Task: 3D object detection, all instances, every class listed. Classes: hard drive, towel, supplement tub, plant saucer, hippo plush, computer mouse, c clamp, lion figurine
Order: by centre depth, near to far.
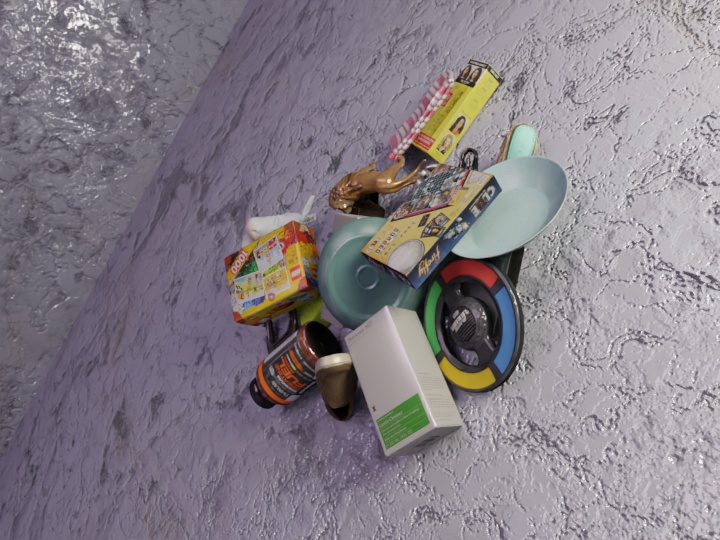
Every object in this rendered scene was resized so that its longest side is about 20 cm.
[{"bbox_3d":[0.215,-0.085,0.841,0.199,0.039,0.203,-27,35,21],"label":"plant saucer"},{"bbox_3d":[0.166,0.008,0.913,0.199,0.032,0.142,22,103,54],"label":"hard drive"},{"bbox_3d":[0.016,0.011,0.961,0.201,0.199,0.036,-51,-7,13],"label":"plant saucer"},{"bbox_3d":[0.177,-0.117,1.001,0.058,0.034,0.204,11,84,54],"label":"computer mouse"},{"bbox_3d":[0.027,-0.171,1.113,0.198,0.073,0.122,-11,21,50],"label":"lion figurine"},{"bbox_3d":[-0.136,0.196,1.132,0.200,0.106,0.108,-42,40,26],"label":"supplement tub"},{"bbox_3d":[0.123,-0.321,1.168,0.201,0.030,0.147,-51,12,23],"label":"towel"},{"bbox_3d":[-0.188,0.105,1.280,0.199,0.027,0.174,-35,54,53],"label":"c clamp"},{"bbox_3d":[-0.171,-0.042,1.343,0.197,0.160,0.162,-19,59,-12],"label":"hippo plush"}]

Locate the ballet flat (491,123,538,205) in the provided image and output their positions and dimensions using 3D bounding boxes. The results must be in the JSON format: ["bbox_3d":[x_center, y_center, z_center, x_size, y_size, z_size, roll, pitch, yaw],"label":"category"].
[{"bbox_3d":[0.241,-0.139,0.935,0.065,0.070,0.203,42,-109,-86],"label":"ballet flat"}]

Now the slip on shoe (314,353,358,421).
[{"bbox_3d":[-0.038,0.201,0.966,0.201,0.075,0.061,97,162,-59],"label":"slip on shoe"}]

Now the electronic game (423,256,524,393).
[{"bbox_3d":[0.162,0.079,0.845,0.199,0.041,0.204,2,92,57],"label":"electronic game"}]

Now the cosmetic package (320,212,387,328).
[{"bbox_3d":[0.000,0.000,1.047,0.090,0.105,0.204,14,97,53],"label":"cosmetic package"}]

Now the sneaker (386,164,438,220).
[{"bbox_3d":[0.108,-0.118,1.086,0.201,0.075,0.081,-53,4,26],"label":"sneaker"}]

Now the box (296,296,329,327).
[{"bbox_3d":[-0.064,0.026,1.206,0.201,0.047,0.122,-52,37,15],"label":"box"}]

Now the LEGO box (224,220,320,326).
[{"bbox_3d":[-0.181,0.010,1.193,0.198,0.077,0.151,-26,67,25],"label":"LEGO box"}]

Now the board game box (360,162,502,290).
[{"bbox_3d":[0.106,-0.075,0.875,0.200,0.035,0.135,-48,34,-8],"label":"board game box"}]

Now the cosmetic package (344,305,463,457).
[{"bbox_3d":[0.064,0.169,0.883,0.107,0.084,0.202,-40,57,28],"label":"cosmetic package"}]

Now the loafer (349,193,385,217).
[{"bbox_3d":[0.014,-0.111,1.182,0.071,0.073,0.202,-37,42,30],"label":"loafer"}]

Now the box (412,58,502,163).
[{"bbox_3d":[0.189,-0.314,1.124,0.201,0.050,0.075,-54,36,10],"label":"box"}]
